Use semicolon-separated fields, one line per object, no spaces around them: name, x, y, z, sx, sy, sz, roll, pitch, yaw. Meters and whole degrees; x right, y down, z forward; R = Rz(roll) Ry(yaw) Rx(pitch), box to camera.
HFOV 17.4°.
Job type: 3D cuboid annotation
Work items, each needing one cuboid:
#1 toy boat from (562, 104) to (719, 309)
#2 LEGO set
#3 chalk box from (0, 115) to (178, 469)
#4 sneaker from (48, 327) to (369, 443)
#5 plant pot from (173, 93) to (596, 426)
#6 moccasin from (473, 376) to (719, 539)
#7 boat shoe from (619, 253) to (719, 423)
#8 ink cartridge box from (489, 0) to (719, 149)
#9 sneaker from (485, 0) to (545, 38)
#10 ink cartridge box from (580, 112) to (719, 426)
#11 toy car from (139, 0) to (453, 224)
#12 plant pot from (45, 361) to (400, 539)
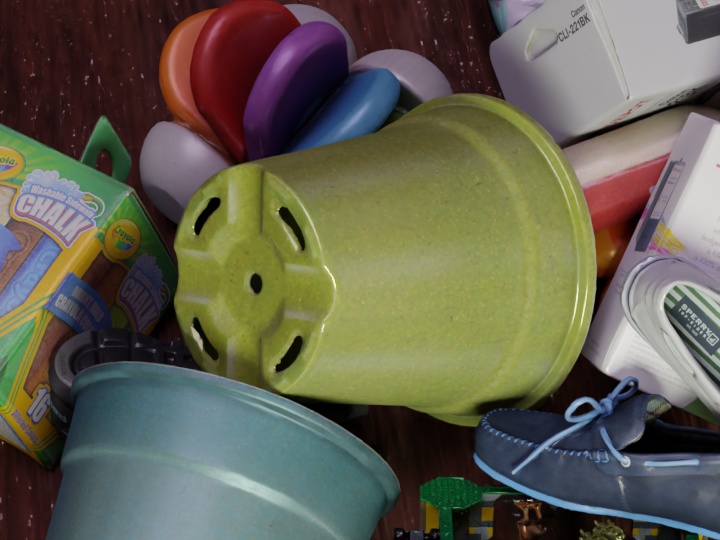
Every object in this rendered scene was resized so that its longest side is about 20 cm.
toy boat;0.155;-0.011;1.451;0.199;0.131;0.131;-21;82;-3
LEGO set;0.114;0.197;1.320;0.199;0.116;0.154;-2;24;-7
chalk box;-0.200;-0.002;1.487;0.124;0.125;0.200;26;72;27
sneaker;-0.095;0.080;1.453;0.199;0.079;0.076;5;45;-11
plant pot;0.000;0.000;1.345;0.184;0.201;0.200;-5;40;-44
moccasin;0.161;0.097;1.315;0.199;0.068;0.080;9;25;19
boat shoe;0.227;0.069;1.316;0.200;0.067;0.074;35;94;-11
ink cartridge box;0.201;-0.144;1.461;0.199;0.144;0.084;-15;83;-24
sneaker;0.162;-0.157;1.565;0.139;0.078;0.201;-13;54;3
ink cartridge box;0.225;-0.014;1.371;0.117;0.067;0.201;24;96;-9
toy car;-0.046;-0.105;1.525;0.200;0.150;0.175;28;64;28
plant pot;-0.102;0.182;1.315;0.200;0.200;0.197;11;65;19
